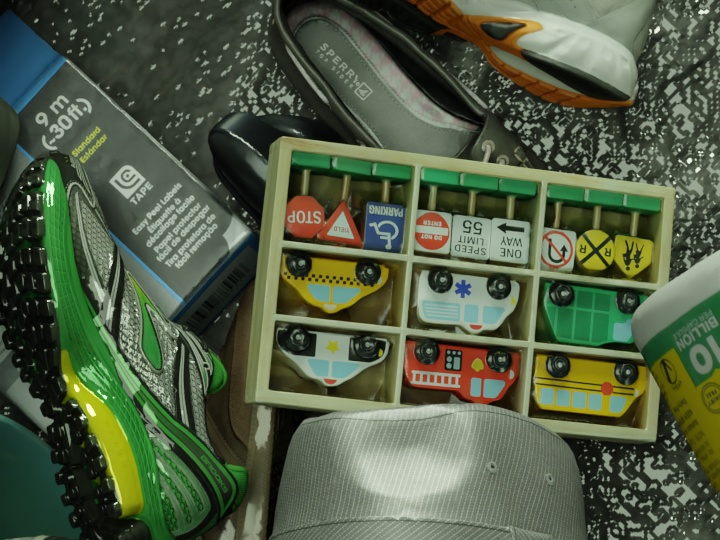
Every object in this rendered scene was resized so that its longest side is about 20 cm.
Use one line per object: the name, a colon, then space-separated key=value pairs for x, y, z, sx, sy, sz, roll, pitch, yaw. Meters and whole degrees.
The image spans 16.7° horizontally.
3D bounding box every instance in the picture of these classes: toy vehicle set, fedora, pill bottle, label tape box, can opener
toy vehicle set: x=0.049 y=0.011 z=1.164 sx=0.199 sy=0.027 sz=0.125 roll=6 pitch=82 yaw=-14
fedora: x=0.028 y=0.112 z=1.119 sx=0.199 sy=0.177 sz=0.091 roll=8 pitch=74 yaw=-27
pill bottle: x=0.209 y=0.083 z=1.058 sx=0.112 sy=0.113 sz=0.201 roll=-28 pitch=78 yaw=4
label tape box: x=-0.166 y=-0.026 z=1.239 sx=0.200 sy=0.063 sz=0.144 roll=42 pitch=89 yaw=13
can opener: x=0.000 y=0.000 z=1.207 sx=0.200 sy=0.079 sz=0.063 roll=47 pitch=128 yaw=1

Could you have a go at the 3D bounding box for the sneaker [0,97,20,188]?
sneaker: x=-0.227 y=-0.028 z=1.136 sx=0.076 sy=0.114 sz=0.200 roll=-15 pitch=49 yaw=32

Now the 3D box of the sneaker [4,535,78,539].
sneaker: x=-0.106 y=0.180 z=1.112 sx=0.087 sy=0.200 sz=0.074 roll=-15 pitch=45 yaw=35

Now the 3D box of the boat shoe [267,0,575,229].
boat shoe: x=0.027 y=-0.070 z=1.214 sx=0.200 sy=0.057 sz=0.067 roll=43 pitch=89 yaw=14

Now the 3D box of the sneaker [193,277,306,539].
sneaker: x=-0.073 y=0.096 z=1.198 sx=0.075 sy=0.070 sz=0.201 roll=5 pitch=81 yaw=12

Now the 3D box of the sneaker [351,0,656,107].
sneaker: x=0.059 y=-0.158 z=1.193 sx=0.199 sy=0.076 sz=0.092 roll=27 pitch=76 yaw=-21

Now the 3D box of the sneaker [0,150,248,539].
sneaker: x=-0.116 y=0.038 z=1.160 sx=0.085 sy=0.078 sz=0.201 roll=-15 pitch=81 yaw=-29

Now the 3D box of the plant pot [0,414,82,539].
plant pot: x=-0.233 y=0.177 z=1.153 sx=0.160 sy=0.200 sz=0.202 roll=-14 pitch=77 yaw=33
